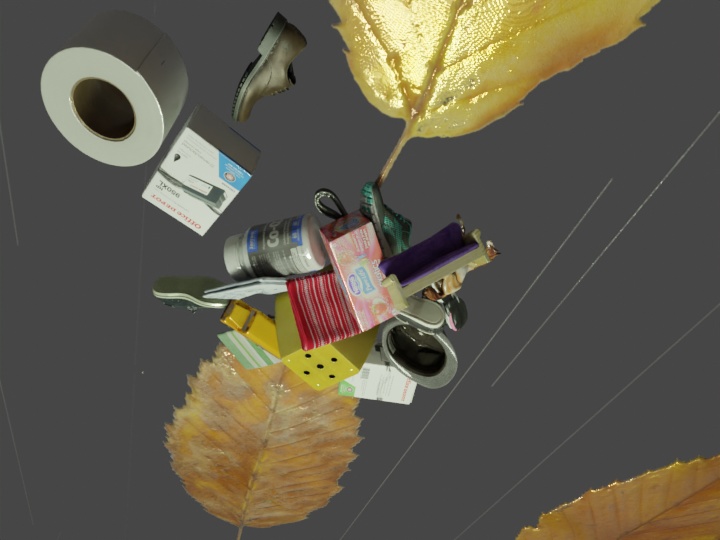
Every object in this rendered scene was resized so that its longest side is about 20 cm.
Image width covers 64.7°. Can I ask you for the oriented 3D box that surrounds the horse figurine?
[{"bbox_3d":[0.190,-0.011,1.158,0.133,0.201,0.049,49,165,-34],"label":"horse figurine"}]

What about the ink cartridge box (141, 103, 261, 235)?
[{"bbox_3d":[-0.304,-0.184,1.082,0.143,0.086,0.199,34,129,-23],"label":"ink cartridge box"}]

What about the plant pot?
[{"bbox_3d":[-0.082,0.147,1.301,0.196,0.180,0.200,-26,126,29],"label":"plant pot"}]

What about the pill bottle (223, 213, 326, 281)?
[{"bbox_3d":[-0.176,-0.043,1.178,0.193,0.116,0.116,-11,132,16],"label":"pill bottle"}]

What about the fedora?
[{"bbox_3d":[0.145,0.169,1.340,0.196,0.091,0.180,30,129,8],"label":"fedora"}]

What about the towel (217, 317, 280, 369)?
[{"bbox_3d":[-0.250,0.190,1.470,0.194,0.024,0.155,-15,129,22],"label":"towel"}]

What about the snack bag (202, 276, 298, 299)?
[{"bbox_3d":[-0.208,0.040,1.225,0.184,0.022,0.197,-12,171,34],"label":"snack bag"}]

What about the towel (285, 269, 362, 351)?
[{"bbox_3d":[-0.062,0.074,1.195,0.196,0.150,0.022,-13,175,-41],"label":"towel"}]

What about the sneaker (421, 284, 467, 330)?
[{"bbox_3d":[0.166,0.048,1.252,0.084,0.080,0.205,7,128,41],"label":"sneaker"}]

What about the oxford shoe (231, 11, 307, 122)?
[{"bbox_3d":[-0.155,-0.316,0.950,0.083,0.074,0.200,28,130,-22],"label":"oxford shoe"}]

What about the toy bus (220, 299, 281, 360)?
[{"bbox_3d":[-0.232,0.142,1.331,0.077,0.066,0.200,15,158,46],"label":"toy bus"}]

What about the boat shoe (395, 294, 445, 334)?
[{"bbox_3d":[0.100,0.077,1.252,0.195,0.075,0.061,24,154,23],"label":"boat shoe"}]

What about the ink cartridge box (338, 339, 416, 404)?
[{"bbox_3d":[0.045,0.255,1.450,0.192,0.086,0.149,8,134,-3],"label":"ink cartridge box"}]

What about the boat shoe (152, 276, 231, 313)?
[{"bbox_3d":[-0.387,0.058,1.329,0.192,0.077,0.063,6,142,6],"label":"boat shoe"}]

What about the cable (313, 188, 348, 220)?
[{"bbox_3d":[-0.022,-0.084,1.166,0.094,0.051,0.203,-18,128,15],"label":"cable"}]

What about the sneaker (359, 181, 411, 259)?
[{"bbox_3d":[0.059,-0.092,1.145,0.089,0.078,0.205,-26,121,-11],"label":"sneaker"}]

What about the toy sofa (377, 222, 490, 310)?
[{"bbox_3d":[0.133,-0.015,1.060,0.195,0.083,0.100,-27,88,-11],"label":"toy sofa"}]

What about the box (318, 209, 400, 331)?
[{"bbox_3d":[0.000,0.000,1.135,0.092,0.103,0.206,-24,114,-8],"label":"box"}]

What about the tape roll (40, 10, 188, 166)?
[{"bbox_3d":[-0.401,-0.301,0.946,0.194,0.142,0.207,3,133,3],"label":"tape roll"}]
